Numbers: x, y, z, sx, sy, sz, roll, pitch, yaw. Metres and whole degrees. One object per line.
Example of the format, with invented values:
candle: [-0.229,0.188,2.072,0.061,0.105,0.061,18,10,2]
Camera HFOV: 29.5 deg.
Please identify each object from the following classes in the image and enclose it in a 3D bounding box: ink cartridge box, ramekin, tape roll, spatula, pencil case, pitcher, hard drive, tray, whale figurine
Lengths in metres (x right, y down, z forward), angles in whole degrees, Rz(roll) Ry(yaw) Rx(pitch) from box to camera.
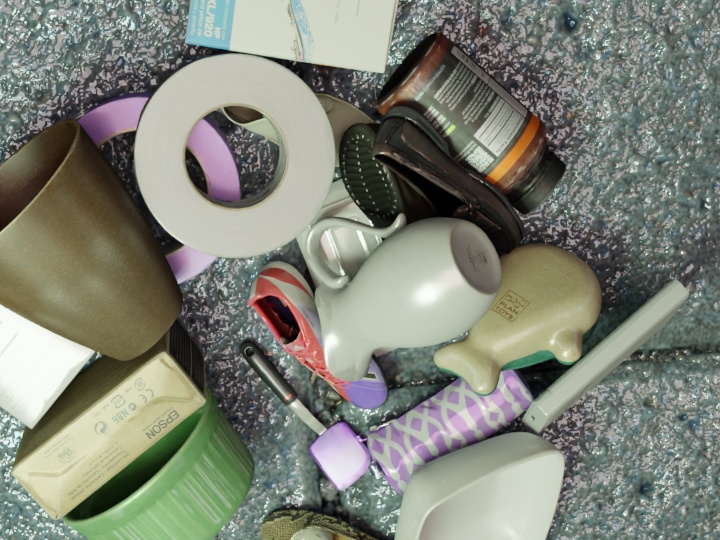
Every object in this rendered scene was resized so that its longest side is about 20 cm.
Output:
ink cartridge box: [-0.257,0.145,1.424,0.200,0.165,0.075,-38,104,4]
ink cartridge box: [-0.065,-0.285,1.365,0.198,0.147,0.146,8,101,-6]
ramekin: [-0.206,0.223,1.433,0.200,0.200,0.098,-37,109,3]
tape roll: [-0.127,-0.116,1.370,0.199,0.066,0.202,-2,99,-10]
spatula: [-0.065,0.155,1.518,0.056,0.021,0.200,-39,102,5]
pencil case: [0.096,0.164,1.508,0.199,0.084,0.086,-33,77,1]
pitcher: [0.034,0.002,1.397,0.199,0.121,0.173,-28,82,37]
hard drive: [0.259,0.096,1.462,0.200,0.132,0.027,-39,77,-9]
tape roll: [-0.225,-0.083,1.433,0.199,0.066,0.202,-1,101,-6]
tray: [0.000,0.000,1.492,0.107,0.022,0.201,-21,102,0]
whale figurine: [0.168,0.064,1.454,0.200,0.159,0.104,-43,147,-25]

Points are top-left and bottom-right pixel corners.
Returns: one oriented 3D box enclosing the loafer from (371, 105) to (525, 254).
loafer: [0.085,-0.078,1.395,0.200,0.072,0.063,44,58,-19]

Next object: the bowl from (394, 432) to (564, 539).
bowl: [0.118,0.263,1.486,0.199,0.075,0.201,-17,134,-27]

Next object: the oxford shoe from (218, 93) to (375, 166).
oxford shoe: [-0.070,-0.160,1.436,0.199,0.058,0.076,22,95,-12]

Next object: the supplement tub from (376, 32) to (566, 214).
supplement tub: [0.120,-0.147,1.431,0.200,0.107,0.107,40,95,-12]

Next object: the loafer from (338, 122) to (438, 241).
loafer: [0.042,-0.078,1.456,0.071,0.073,0.201,-47,123,-34]

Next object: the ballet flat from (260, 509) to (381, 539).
ballet flat: [-0.015,0.320,1.528,0.199,0.075,0.068,20,100,-9]

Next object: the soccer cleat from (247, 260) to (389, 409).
soccer cleat: [-0.048,0.082,1.470,0.068,0.073,0.200,-34,102,29]

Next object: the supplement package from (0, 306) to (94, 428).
supplement package: [-0.380,0.048,1.419,0.200,0.114,0.110,39,97,-12]

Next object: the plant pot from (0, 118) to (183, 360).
plant pot: [-0.272,-0.011,1.334,0.187,0.187,0.200,-42,117,4]
